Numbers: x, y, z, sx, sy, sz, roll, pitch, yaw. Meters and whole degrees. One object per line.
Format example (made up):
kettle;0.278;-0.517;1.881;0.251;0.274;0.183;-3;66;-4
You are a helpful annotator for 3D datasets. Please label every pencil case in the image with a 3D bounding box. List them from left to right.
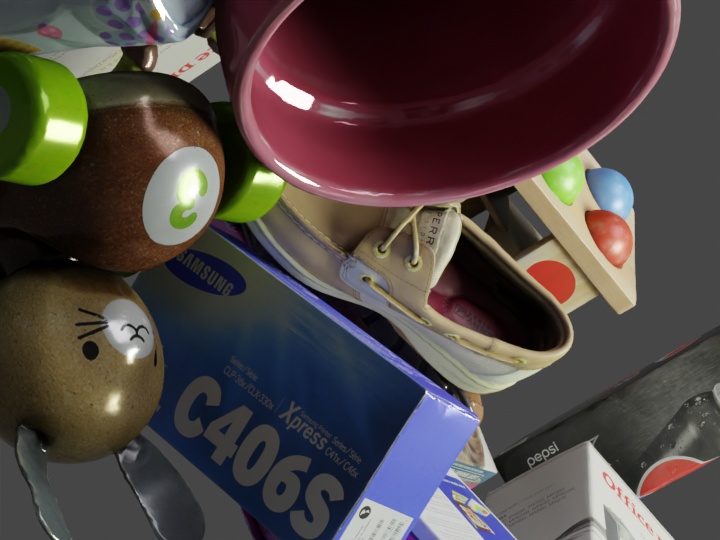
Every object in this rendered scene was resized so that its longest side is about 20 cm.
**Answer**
pencil case;-0.161;-0.135;1.101;0.083;0.200;0.091;39;52;-65

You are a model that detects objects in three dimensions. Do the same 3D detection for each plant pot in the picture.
plant pot;0.024;-0.156;1.156;0.200;0.200;0.179;34;33;-47

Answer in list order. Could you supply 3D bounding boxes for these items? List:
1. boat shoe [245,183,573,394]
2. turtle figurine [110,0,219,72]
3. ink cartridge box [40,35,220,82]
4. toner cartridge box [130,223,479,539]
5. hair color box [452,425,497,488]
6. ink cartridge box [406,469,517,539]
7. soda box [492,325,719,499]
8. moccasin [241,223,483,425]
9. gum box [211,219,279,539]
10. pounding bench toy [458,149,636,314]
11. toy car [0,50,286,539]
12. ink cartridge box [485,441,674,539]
boat shoe;0.024;-0.012;1.247;0.200;0.066;0.074;34;58;-29
turtle figurine;-0.072;-0.150;1.233;0.064;0.200;0.161;19;2;40
ink cartridge box;-0.139;-0.173;1.361;0.200;0.129;0.125;16;47;-62
toner cartridge box;-0.041;0.056;1.191;0.043;0.095;0.200;31;3;-46
hair color box;0.000;0.036;1.480;0.100;0.061;0.200;21;43;-57
ink cartridge box;0.053;0.142;1.207;0.200;0.037;0.095;44;12;35
soda box;0.187;0.097;1.615;0.071;0.200;0.063;60;22;3
moccasin;0.001;-0.001;1.322;0.201;0.074;0.078;52;17;-8
gum box;-0.031;0.065;1.361;0.113;0.066;0.200;17;46;-61
pounding bench toy;0.066;-0.050;1.606;0.200;0.156;0.124;49;23;-22
toy car;-0.118;0.025;1.136;0.164;0.158;0.200;10;63;-51
ink cartridge box;0.144;0.221;1.517;0.146;0.085;0.200;49;22;-25
